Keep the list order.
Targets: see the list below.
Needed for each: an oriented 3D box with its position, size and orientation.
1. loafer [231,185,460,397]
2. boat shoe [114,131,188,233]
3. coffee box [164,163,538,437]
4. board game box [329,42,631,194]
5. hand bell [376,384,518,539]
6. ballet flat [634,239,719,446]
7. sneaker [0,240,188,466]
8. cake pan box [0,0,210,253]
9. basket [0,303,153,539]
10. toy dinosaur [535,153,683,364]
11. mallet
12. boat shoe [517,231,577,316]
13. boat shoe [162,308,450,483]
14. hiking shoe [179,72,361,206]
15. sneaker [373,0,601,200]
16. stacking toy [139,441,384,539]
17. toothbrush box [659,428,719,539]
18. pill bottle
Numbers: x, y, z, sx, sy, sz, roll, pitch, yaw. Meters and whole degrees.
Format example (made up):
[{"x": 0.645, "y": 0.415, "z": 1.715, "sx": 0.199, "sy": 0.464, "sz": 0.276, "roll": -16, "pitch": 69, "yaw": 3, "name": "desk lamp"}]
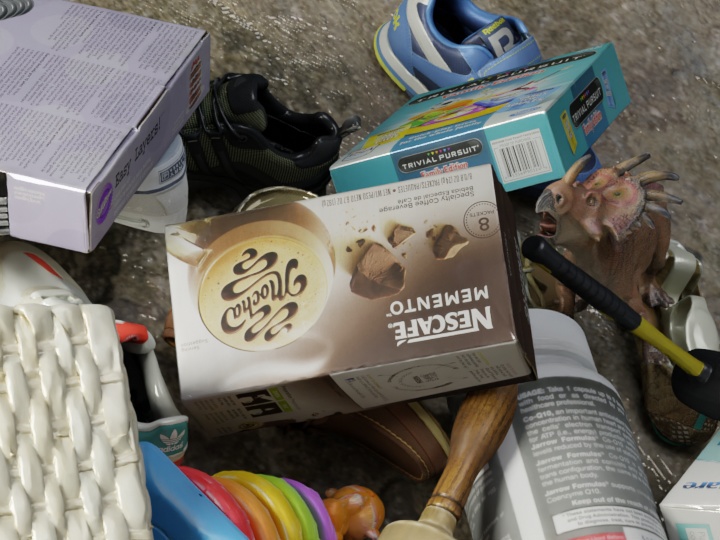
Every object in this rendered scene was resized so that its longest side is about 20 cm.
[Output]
[{"x": 0.000, "y": 0.000, "z": 1.675, "sx": 0.200, "sy": 0.068, "sz": 0.076, "roll": 30, "pitch": 66, "yaw": 23, "name": "loafer"}, {"x": -0.192, "y": -0.061, "z": 1.705, "sx": 0.201, "sy": 0.086, "sz": 0.075, "roll": 12, "pitch": 42, "yaw": 24, "name": "boat shoe"}, {"x": -0.005, "y": 0.019, "z": 1.584, "sx": 0.199, "sy": 0.080, "sz": 0.113, "roll": -10, "pitch": 68, "yaw": 9, "name": "coffee box"}, {"x": 0.082, "y": -0.091, "z": 1.792, "sx": 0.200, "sy": 0.151, "sz": 0.047, "roll": -46, "pitch": 120, "yaw": -66, "name": "board game box"}, {"x": 0.051, "y": 0.133, "z": 1.590, "sx": 0.104, "sy": 0.104, "sz": 0.200, "roll": 27, "pitch": 60, "yaw": -4, "name": "hand bell"}, {"x": 0.216, "y": 0.027, "z": 1.854, "sx": 0.070, "sy": 0.065, "sz": 0.200, "roll": 7, "pitch": 47, "yaw": -24, "name": "ballet flat"}, {"x": -0.157, "y": 0.044, "z": 1.606, "sx": 0.070, "sy": 0.093, "sz": 0.200, "roll": -12, "pitch": 57, "yaw": -36, "name": "sneaker"}, {"x": -0.207, "y": -0.096, "z": 1.624, "sx": 0.184, "sy": 0.052, "sz": 0.200, "roll": 11, "pitch": 37, "yaw": 14, "name": "cake pan box"}, {"x": -0.190, "y": 0.123, "z": 1.451, "sx": 0.135, "sy": 0.123, "sz": 0.201, "roll": -1, "pitch": 70, "yaw": -29, "name": "basket"}, {"x": 0.167, "y": -0.028, "z": 1.744, "sx": 0.086, "sy": 0.136, "sz": 0.200, "roll": 6, "pitch": 21, "yaw": 11, "name": "toy dinosaur"}, {"x": 0.176, "y": 0.037, "z": 1.643, "sx": 0.200, "sy": 0.041, "sz": 0.066, "roll": 36, "pitch": -8, "yaw": -38, "name": "mallet"}, {"x": 0.068, "y": 0.007, "z": 1.791, "sx": 0.199, "sy": 0.063, "sz": 0.073, "roll": -1, "pitch": 50, "yaw": -31, "name": "boat shoe"}, {"x": -0.034, "y": 0.073, "z": 1.676, "sx": 0.200, "sy": 0.072, "sz": 0.068, "roll": 36, "pitch": 68, "yaw": 9, "name": "boat shoe"}, {"x": -0.103, "y": -0.098, "z": 1.766, "sx": 0.199, "sy": 0.101, "sz": 0.076, "roll": 10, "pitch": 45, "yaw": -21, "name": "hiking shoe"}, {"x": 0.098, "y": -0.128, "z": 1.923, "sx": 0.200, "sy": 0.082, "sz": 0.074, "roll": 42, "pitch": 42, "yaw": 10, "name": "sneaker"}, {"x": -0.056, "y": 0.155, "z": 1.567, "sx": 0.116, "sy": 0.110, "sz": 0.200, "roll": 42, "pitch": 31, "yaw": 27, "name": "stacking toy"}, {"x": 0.279, "y": 0.158, "z": 1.694, "sx": 0.200, "sy": 0.085, "sz": 0.147, "roll": -44, "pitch": 123, "yaw": -49, "name": "toothbrush box"}, {"x": 0.118, "y": 0.130, "z": 1.665, "sx": 0.114, "sy": 0.114, "sz": 0.200, "roll": 6, "pitch": 48, "yaw": -24, "name": "pill bottle"}]
